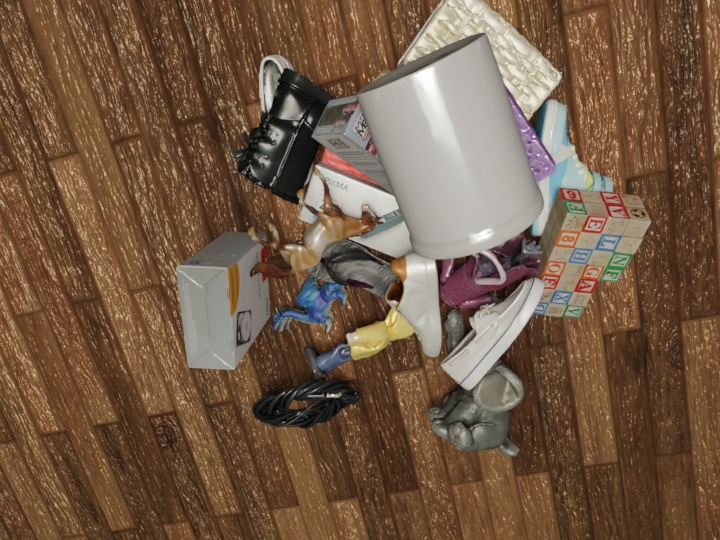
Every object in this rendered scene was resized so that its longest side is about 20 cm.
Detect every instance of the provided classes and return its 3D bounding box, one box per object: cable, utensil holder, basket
[{"bbox_3d":[-0.107,0.240,0.935,0.198,0.162,0.052,-25,64,26],"label":"cable"},{"bbox_3d":[0.102,-0.141,0.624,0.168,0.171,0.202,-21,112,13],"label":"utensil holder"},{"bbox_3d":[0.160,-0.276,0.747,0.199,0.124,0.136,38,108,-6],"label":"basket"}]

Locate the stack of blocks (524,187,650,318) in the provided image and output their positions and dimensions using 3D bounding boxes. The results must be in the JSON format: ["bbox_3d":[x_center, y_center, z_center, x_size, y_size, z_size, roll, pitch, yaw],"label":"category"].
[{"bbox_3d":[0.326,-0.018,0.799,0.113,0.059,0.202,6,134,0],"label":"stack of blocks"}]

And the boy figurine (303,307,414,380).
[{"bbox_3d":[0.005,0.113,0.898,0.198,0.124,0.065,-30,72,3],"label":"boy figurine"}]

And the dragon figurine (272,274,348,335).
[{"bbox_3d":[-0.073,0.040,0.908,0.099,0.059,0.201,32,110,-4],"label":"dragon figurine"}]

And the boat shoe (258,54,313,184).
[{"bbox_3d":[-0.122,-0.224,0.827,0.072,0.065,0.203,-11,106,10],"label":"boat shoe"}]

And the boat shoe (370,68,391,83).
[{"bbox_3d":[0.082,-0.204,0.804,0.064,0.071,0.200,-43,89,2],"label":"boat shoe"}]

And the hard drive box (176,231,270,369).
[{"bbox_3d":[-0.207,0.038,0.849,0.075,0.200,0.159,2,109,5],"label":"hard drive box"}]

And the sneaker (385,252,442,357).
[{"bbox_3d":[0.084,0.056,0.848,0.083,0.073,0.202,-8,123,4],"label":"sneaker"}]

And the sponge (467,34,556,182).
[{"bbox_3d":[0.155,-0.183,0.699,0.111,0.030,0.201,-30,108,31],"label":"sponge"}]

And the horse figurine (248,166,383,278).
[{"bbox_3d":[-0.077,-0.054,0.798,0.200,0.050,0.133,-43,129,3],"label":"horse figurine"}]

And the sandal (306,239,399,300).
[{"bbox_3d":[0.001,-0.001,0.854,0.197,0.048,0.076,18,99,-8],"label":"sandal"}]

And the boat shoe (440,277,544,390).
[{"bbox_3d":[0.192,0.084,0.797,0.065,0.072,0.201,35,114,6],"label":"boat shoe"}]

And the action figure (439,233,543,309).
[{"bbox_3d":[0.179,0.018,0.824,0.134,0.149,0.200,46,133,-1],"label":"action figure"}]

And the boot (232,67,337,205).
[{"bbox_3d":[-0.073,-0.176,0.786,0.196,0.073,0.164,25,96,-25],"label":"boot"}]

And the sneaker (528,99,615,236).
[{"bbox_3d":[0.318,-0.150,0.794,0.128,0.080,0.203,0,117,8],"label":"sneaker"}]

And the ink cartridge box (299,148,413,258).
[{"bbox_3d":[0.022,-0.131,0.851,0.197,0.045,0.178,21,110,-1],"label":"ink cartridge box"}]

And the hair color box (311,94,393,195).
[{"bbox_3d":[0.041,-0.156,0.739,0.199,0.099,0.061,29,85,-32],"label":"hair color box"}]

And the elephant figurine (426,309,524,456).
[{"bbox_3d":[0.201,0.187,0.887,0.154,0.141,0.203,10,104,-42],"label":"elephant figurine"}]
